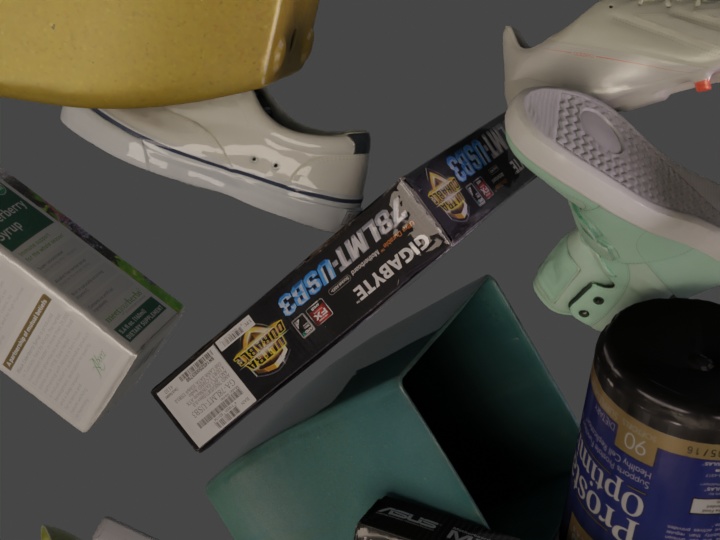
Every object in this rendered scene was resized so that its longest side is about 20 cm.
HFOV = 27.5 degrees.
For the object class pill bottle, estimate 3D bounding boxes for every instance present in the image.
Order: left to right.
[{"bbox_3d":[0.172,0.126,0.821,0.111,0.112,0.201,14,124,13],"label":"pill bottle"}]

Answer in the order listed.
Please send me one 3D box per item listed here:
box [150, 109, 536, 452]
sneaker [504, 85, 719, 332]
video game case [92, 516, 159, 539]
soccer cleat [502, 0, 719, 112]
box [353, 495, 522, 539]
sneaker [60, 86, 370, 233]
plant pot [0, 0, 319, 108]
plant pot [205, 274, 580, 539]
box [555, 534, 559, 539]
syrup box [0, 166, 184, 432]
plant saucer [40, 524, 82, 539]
[{"bbox_3d":[0.000,0.000,0.833,0.198,0.200,0.050,-38,91,26],"label":"box"},{"bbox_3d":[0.124,-0.019,0.811,0.200,0.074,0.118,26,130,-36],"label":"sneaker"},{"bbox_3d":[-0.078,0.239,0.993,0.199,0.022,0.183,22,155,9],"label":"video game case"},{"bbox_3d":[0.170,-0.129,0.801,0.199,0.069,0.078,-17,87,21],"label":"soccer cleat"},{"bbox_3d":[0.077,0.246,0.809,0.192,0.047,0.202,13,109,17],"label":"box"},{"bbox_3d":[-0.086,-0.087,0.910,0.199,0.073,0.071,19,100,5],"label":"sneaker"},{"bbox_3d":[-0.119,-0.184,0.801,0.199,0.196,0.196,15,105,4],"label":"plant pot"},{"bbox_3d":[0.013,0.122,0.917,0.199,0.141,0.142,-24,101,36],"label":"plant pot"},{"bbox_3d":[0.113,0.178,0.953,0.199,0.041,0.039,-23,102,24],"label":"box"},{"bbox_3d":[-0.227,0.007,0.981,0.200,0.079,0.082,38,118,2],"label":"syrup box"},{"bbox_3d":[-0.174,0.263,0.976,0.031,0.200,0.202,-13,110,-18],"label":"plant saucer"}]
